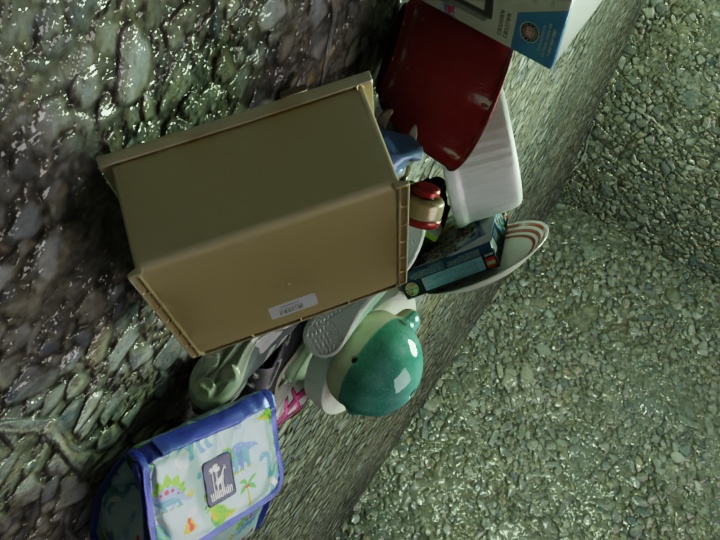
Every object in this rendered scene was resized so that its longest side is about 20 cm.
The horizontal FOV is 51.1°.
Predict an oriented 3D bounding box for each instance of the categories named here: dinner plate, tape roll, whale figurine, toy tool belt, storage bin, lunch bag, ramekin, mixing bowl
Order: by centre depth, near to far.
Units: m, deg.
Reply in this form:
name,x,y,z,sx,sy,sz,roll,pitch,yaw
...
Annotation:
name,x,y,z,sx,sy,sz,roll,pitch,yaw
storage bin,-0.067,-0.028,0.589,0.197,0.095,0.199,-19,157,-6
toy tool belt,0.006,-0.108,0.739,0.196,0.125,0.125,3,116,-23
lunch bag,-0.175,0.224,0.787,0.169,0.127,0.202,-21,141,-44
mixing bowl,0.080,-0.218,0.803,0.200,0.106,0.204,-164,-90,-81
whale figurine,0.040,0.128,0.972,0.160,0.103,0.200,-57,156,4
ramekin,0.156,-0.166,1.022,0.200,0.096,0.204,-12,90,-80
dinner plate,0.170,-0.012,1.045,0.198,0.025,0.200,-27,-167,7
tape roll,0.002,0.106,1.045,0.202,0.037,0.204,-42,152,-28

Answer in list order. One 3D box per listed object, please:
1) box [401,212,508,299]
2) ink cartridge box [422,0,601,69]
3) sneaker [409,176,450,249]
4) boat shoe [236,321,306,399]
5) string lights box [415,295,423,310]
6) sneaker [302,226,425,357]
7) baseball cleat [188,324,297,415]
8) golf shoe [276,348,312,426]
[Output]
name,x,y,z,sx,sy,sz,roll,pitch,yaw
box,0.136,-0.036,1.067,0.135,0.038,0.200,-22,-165,22
ink cartridge box,0.135,-0.320,0.677,0.147,0.198,0.147,-51,163,-20
sneaker,0.100,-0.098,1.089,0.083,0.071,0.201,-54,-164,20
boat shoe,-0.129,0.120,0.930,0.202,0.072,0.063,-58,145,-15
string lights box,0.078,-0.008,1.224,0.201,0.058,0.104,-73,-178,-55
sneaker,-0.001,0.000,0.897,0.201,0.073,0.118,-52,-172,10
baseball cleat,-0.128,0.079,0.865,0.200,0.070,0.107,-46,174,-28
golf shoe,-0.121,0.173,1.013,0.201,0.072,0.093,-53,164,-24
